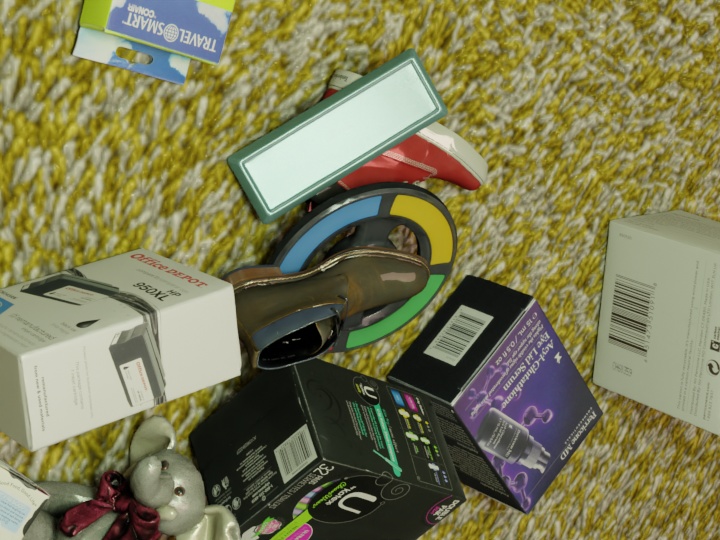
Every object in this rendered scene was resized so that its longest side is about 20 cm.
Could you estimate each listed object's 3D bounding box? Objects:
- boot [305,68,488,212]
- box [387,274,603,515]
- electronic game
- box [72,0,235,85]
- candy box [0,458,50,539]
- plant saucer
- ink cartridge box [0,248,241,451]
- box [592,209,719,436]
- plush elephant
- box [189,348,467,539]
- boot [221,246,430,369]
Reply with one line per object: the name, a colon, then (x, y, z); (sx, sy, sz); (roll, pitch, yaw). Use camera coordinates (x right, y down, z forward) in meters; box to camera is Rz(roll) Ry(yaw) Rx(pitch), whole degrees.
boot: (0.024, -0.084, 1.502); (0.199, 0.072, 0.145); (26, 87, -35)
box: (0.144, 0.130, 1.652); (0.148, 0.104, 0.200); (-51, 130, -17)
electronic game: (0.000, 0.000, 1.479); (0.198, 0.042, 0.201); (-18, 137, -17)
box: (-0.155, -0.259, 1.301); (0.121, 0.047, 0.202); (11, 96, -42)
candy box: (-0.347, 0.224, 1.231); (0.061, 0.136, 0.201); (41, 77, -43)
plant saucer: (-0.018, -0.121, 1.425); (0.199, 0.019, 0.070); (-32, 100, -7)
ink cartridge box: (-0.217, 0.058, 1.283); (0.199, 0.144, 0.085); (-18, 115, -36)
box: (0.380, 0.054, 1.768); (0.130, 0.199, 0.201); (-9, 110, -38)
plush elephant: (-0.195, 0.212, 1.350); (0.155, 0.165, 0.200); (-48, 160, -2)
box: (-0.029, 0.183, 1.465); (0.148, 0.125, 0.199); (-40, 140, 26)
boot: (-0.023, 0.039, 1.407); (0.198, 0.097, 0.075); (-9, 132, -13)
